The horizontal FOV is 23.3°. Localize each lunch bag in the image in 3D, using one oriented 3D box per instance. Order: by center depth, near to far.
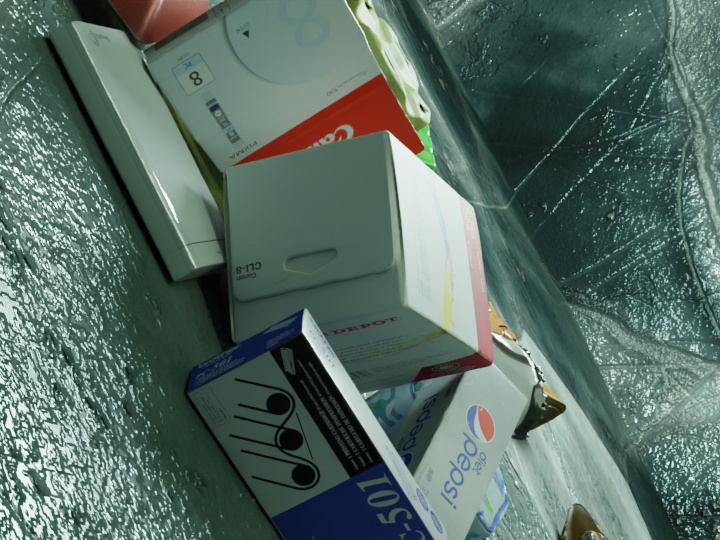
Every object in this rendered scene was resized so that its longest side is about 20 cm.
[{"bbox_3d":[0.066,0.171,1.560,0.161,0.082,0.200,62,12,1],"label":"lunch bag"}]

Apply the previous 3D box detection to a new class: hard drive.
[{"bbox_3d":[-0.158,-0.089,1.315,0.201,0.027,0.132,63,12,2],"label":"hard drive"}]

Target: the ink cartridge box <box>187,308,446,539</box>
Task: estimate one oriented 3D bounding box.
[{"bbox_3d":[-0.028,0.134,1.212,0.201,0.094,0.044,59,12,-19],"label":"ink cartridge box"}]

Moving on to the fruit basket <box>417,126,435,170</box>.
[{"bbox_3d":[-0.032,-0.133,1.772,0.214,0.156,0.216,15,26,-8],"label":"fruit basket"}]

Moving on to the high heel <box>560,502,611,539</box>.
[{"bbox_3d":[0.264,0.313,2.091,0.200,0.071,0.143,74,3,-56],"label":"high heel"}]

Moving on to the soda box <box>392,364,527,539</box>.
[{"bbox_3d":[0.064,0.157,1.404,0.068,0.063,0.200,46,44,-15],"label":"soda box"}]

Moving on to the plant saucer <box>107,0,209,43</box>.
[{"bbox_3d":[-0.202,-0.279,1.448,0.200,0.037,0.200,53,13,-1],"label":"plant saucer"}]

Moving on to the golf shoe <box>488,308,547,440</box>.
[{"bbox_3d":[0.087,0.075,1.536,0.094,0.078,0.200,14,25,-37],"label":"golf shoe"}]

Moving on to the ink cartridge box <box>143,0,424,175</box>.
[{"bbox_3d":[-0.056,-0.132,1.410,0.200,0.160,0.047,58,1,-23],"label":"ink cartridge box"}]

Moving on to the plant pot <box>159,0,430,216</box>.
[{"bbox_3d":[-0.047,-0.144,1.523,0.201,0.184,0.201,58,13,-22],"label":"plant pot"}]

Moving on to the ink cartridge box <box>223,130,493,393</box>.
[{"bbox_3d":[0.000,0.000,1.371,0.200,0.145,0.145,35,47,-63],"label":"ink cartridge box"}]

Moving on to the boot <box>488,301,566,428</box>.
[{"bbox_3d":[0.185,0.122,2.233,0.200,0.077,0.156,25,34,-59],"label":"boot"}]
